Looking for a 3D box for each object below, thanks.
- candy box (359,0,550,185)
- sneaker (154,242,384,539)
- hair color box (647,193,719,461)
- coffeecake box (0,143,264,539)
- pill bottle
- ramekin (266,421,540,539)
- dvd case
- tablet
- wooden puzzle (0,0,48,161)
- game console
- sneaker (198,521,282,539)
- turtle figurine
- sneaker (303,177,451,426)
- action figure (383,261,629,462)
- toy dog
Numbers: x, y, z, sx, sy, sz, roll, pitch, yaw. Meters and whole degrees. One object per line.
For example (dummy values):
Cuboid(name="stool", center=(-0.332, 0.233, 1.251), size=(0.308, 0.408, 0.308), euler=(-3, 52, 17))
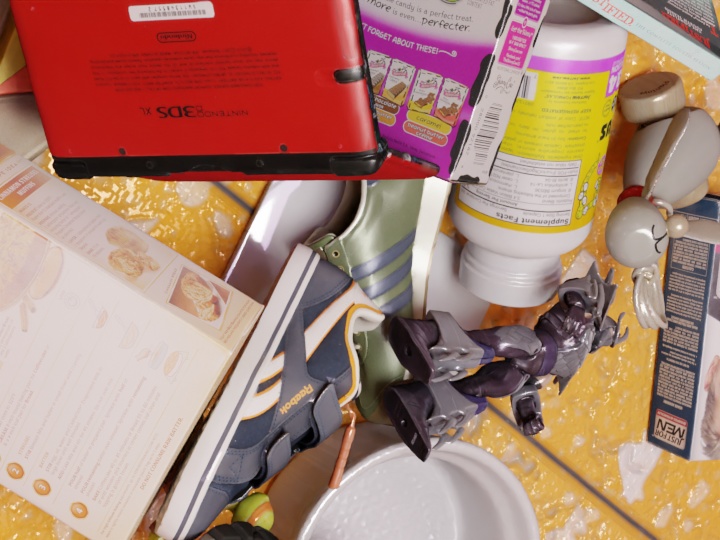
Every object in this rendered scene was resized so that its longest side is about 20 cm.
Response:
Cuboid(name="candy box", center=(0.044, -0.171, 0.924), size=(0.061, 0.135, 0.203), euler=(-2, 114, -61))
Cuboid(name="sneaker", center=(-0.049, 0.082, 0.890), size=(0.079, 0.078, 0.202), euler=(30, 66, -5))
Cuboid(name="hair color box", center=(0.291, 0.043, 1.168), size=(0.099, 0.060, 0.203), euler=(0, 100, -26))
Cuboid(name="coffeecake box", center=(-0.181, 0.040, 0.853), size=(0.199, 0.073, 0.154), euler=(31, 113, -1))
Cuboid(name="pill bottle", center=(0.115, -0.081, 1.010), size=(0.103, 0.104, 0.203), euler=(-7, 120, -25))
Cuboid(name="ramekin", center=(0.019, 0.203, 1.042), size=(0.198, 0.097, 0.204), euler=(-5, 102, -25))
Cuboid(name="dvd case", center=(0.177, -0.233, 1.010), size=(0.145, 0.202, 0.022), euler=(24, 133, -28))
Cuboid(name="tablet", center=(0.001, 0.015, 1.046), size=(0.199, 0.014, 0.131), euler=(29, 85, -28))
Cuboid(name="wooden puzzle", center=(-0.256, -0.130, 0.875), size=(0.199, 0.046, 0.186), euler=(-39, 114, -15))
Cuboid(name="game console", center=(-0.071, -0.107, 0.839), size=(0.119, 0.197, 0.174), euler=(-58, 143, -55))
Cuboid(name="sneaker", center=(-0.042, 0.211, 0.896), size=(0.080, 0.075, 0.199), euler=(-51, 139, 7))
Cuboid(name="turtle figurine", center=(-0.113, 0.123, 0.941), size=(0.161, 0.064, 0.200), euler=(42, 89, 12))
Cuboid(name="sneaker", center=(0.000, 0.000, 1.004), size=(0.089, 0.067, 0.203), euler=(9, 95, -19))
Cuboid(name="action figure", center=(0.108, 0.061, 1.002), size=(0.198, 0.069, 0.132), euler=(-12, 129, -33))
Cuboid(name="toy dog", center=(0.233, -0.067, 1.057), size=(0.132, 0.095, 0.202), euler=(55, 33, -41))
